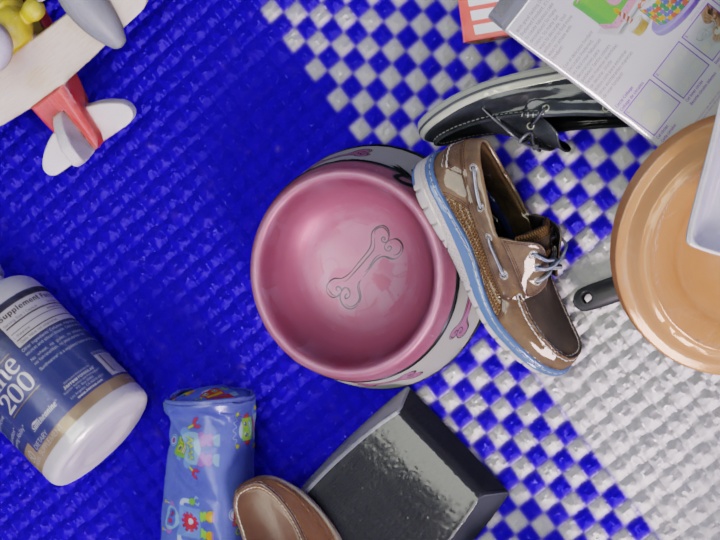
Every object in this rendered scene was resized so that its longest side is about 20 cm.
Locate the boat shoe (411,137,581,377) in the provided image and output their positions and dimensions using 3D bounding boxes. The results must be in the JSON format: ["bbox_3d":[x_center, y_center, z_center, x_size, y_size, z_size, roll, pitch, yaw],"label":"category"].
[{"bbox_3d":[0.118,-0.010,1.565,0.072,0.072,0.200,-29,98,38],"label":"boat shoe"}]

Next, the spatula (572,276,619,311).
[{"bbox_3d":[0.255,-0.007,1.561,0.199,0.021,0.057,-22,74,23],"label":"spatula"}]

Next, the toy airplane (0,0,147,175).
[{"bbox_3d":[-0.282,-0.171,1.687,0.198,0.141,0.201,16,99,18],"label":"toy airplane"}]

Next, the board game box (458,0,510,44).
[{"bbox_3d":[0.168,-0.264,1.561,0.199,0.046,0.152,-8,92,20],"label":"board game box"}]

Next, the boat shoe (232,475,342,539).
[{"bbox_3d":[-0.045,0.256,1.621,0.076,0.072,0.200,-33,83,21],"label":"boat shoe"}]

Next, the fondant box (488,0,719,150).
[{"bbox_3d":[0.216,-0.181,1.478,0.200,0.058,0.144,34,99,-20],"label":"fondant box"}]

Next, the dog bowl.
[{"bbox_3d":[0.000,0.000,1.630,0.199,0.074,0.201,1,94,21],"label":"dog bowl"}]

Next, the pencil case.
[{"bbox_3d":[-0.130,0.194,1.691,0.087,0.078,0.201,5,96,28],"label":"pencil case"}]

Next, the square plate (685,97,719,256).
[{"bbox_3d":[0.334,-0.086,1.454,0.199,0.028,0.199,17,81,-18],"label":"square plate"}]

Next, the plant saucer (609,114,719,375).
[{"bbox_3d":[0.284,-0.017,1.494,0.199,0.032,0.201,-2,108,-8],"label":"plant saucer"}]

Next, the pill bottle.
[{"bbox_3d":[-0.285,0.076,1.721,0.200,0.111,0.111,44,107,13],"label":"pill bottle"}]

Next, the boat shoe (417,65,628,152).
[{"bbox_3d":[0.140,-0.120,1.570,0.199,0.075,0.063,-11,84,16],"label":"boat shoe"}]

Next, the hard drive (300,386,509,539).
[{"bbox_3d":[0.010,0.208,1.657,0.135,0.042,0.200,46,108,12],"label":"hard drive"}]
